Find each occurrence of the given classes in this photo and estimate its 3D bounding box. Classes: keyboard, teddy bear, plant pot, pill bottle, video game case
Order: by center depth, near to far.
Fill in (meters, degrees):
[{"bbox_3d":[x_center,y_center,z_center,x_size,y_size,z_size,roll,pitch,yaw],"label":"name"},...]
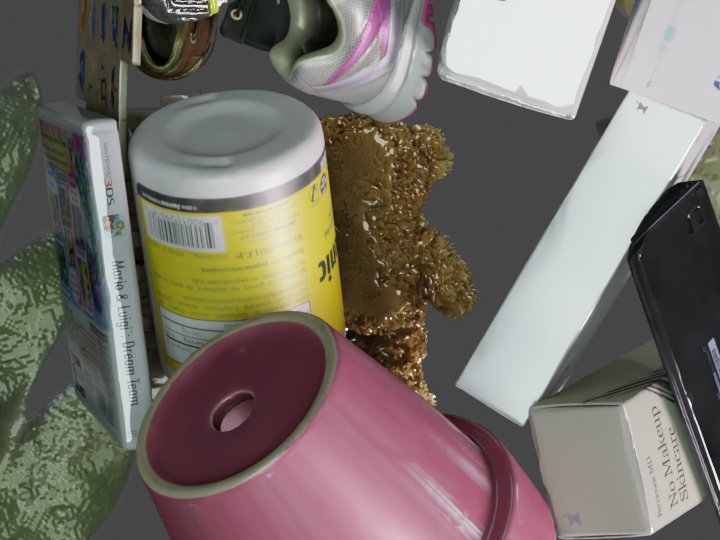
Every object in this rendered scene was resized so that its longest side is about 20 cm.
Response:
[{"bbox_3d":[-0.021,0.127,1.477,0.200,0.200,0.179,-32,124,8],"label":"plant pot"},{"bbox_3d":[0.207,0.041,1.529,0.021,0.127,0.201,1,120,43],"label":"keyboard"},{"bbox_3d":[-0.066,0.008,1.562,0.111,0.111,0.201,-3,120,5],"label":"pill bottle"},{"bbox_3d":[-0.153,-0.002,1.583,0.024,0.200,0.183,-8,98,-13],"label":"video game case"},{"bbox_3d":[0.000,0.000,1.644,0.144,0.067,0.201,-9,103,17],"label":"teddy bear"}]

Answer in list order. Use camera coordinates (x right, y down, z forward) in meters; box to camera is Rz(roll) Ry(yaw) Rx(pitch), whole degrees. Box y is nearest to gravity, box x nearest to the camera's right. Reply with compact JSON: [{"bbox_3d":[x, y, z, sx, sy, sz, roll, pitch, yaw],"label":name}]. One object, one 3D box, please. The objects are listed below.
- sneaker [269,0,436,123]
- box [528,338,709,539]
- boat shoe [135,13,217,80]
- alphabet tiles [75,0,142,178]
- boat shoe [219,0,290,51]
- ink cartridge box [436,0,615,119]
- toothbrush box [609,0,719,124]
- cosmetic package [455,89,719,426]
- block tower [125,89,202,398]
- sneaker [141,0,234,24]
[{"bbox_3d":[0.002,-0.182,1.536,0.088,0.081,0.201,0,105,-36],"label":"sneaker"},{"bbox_3d":[0.183,0.083,1.566,0.068,0.200,0.083,-6,103,39],"label":"box"},{"bbox_3d":[-0.113,-0.213,1.612,0.072,0.068,0.201,-6,97,7],"label":"boat shoe"},{"bbox_3d":[-0.145,-0.158,1.577,0.008,0.167,0.201,-1,99,-17],"label":"alphabet tiles"},{"bbox_3d":[-0.036,-0.226,1.601,0.063,0.074,0.202,14,99,3],"label":"boat shoe"},{"bbox_3d":[0.102,-0.172,1.534,0.084,0.200,0.146,19,100,1],"label":"ink cartridge box"},{"bbox_3d":[0.234,-0.166,1.522,0.146,0.200,0.085,21,135,2],"label":"toothbrush box"},{"bbox_3d":[0.134,-0.014,1.578,0.052,0.151,0.201,32,100,10],"label":"cosmetic package"},{"bbox_3d":[-0.120,-0.007,1.650,0.057,0.054,0.201,-1,98,4],"label":"block tower"},{"bbox_3d":[-0.081,-0.231,1.564,0.075,0.076,0.201,32,76,-39],"label":"sneaker"}]
